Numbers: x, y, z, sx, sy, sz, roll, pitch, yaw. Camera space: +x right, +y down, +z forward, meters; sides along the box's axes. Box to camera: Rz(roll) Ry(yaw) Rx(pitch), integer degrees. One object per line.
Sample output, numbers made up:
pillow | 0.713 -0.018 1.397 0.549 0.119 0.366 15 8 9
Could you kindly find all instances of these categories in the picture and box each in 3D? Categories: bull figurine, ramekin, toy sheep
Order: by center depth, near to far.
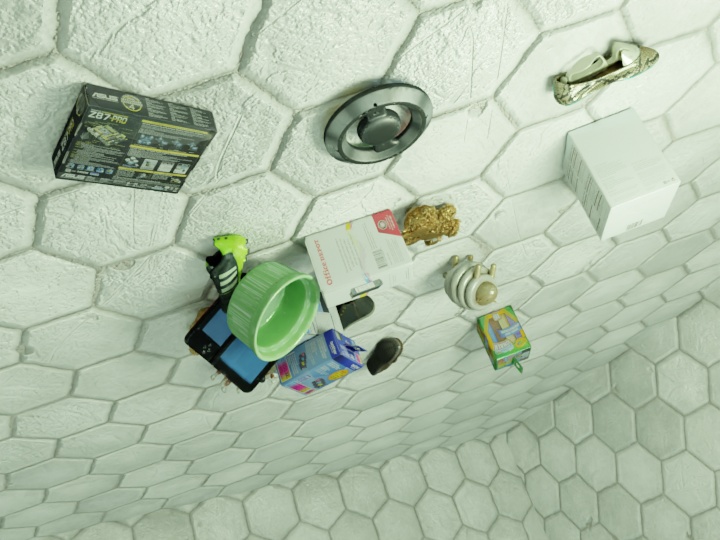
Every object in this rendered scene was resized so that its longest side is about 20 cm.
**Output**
ramekin | -0.185 0.079 1.468 0.200 0.097 0.201 -41 147 -34
toy sheep | 0.280 0.034 1.806 0.137 0.200 0.139 -9 109 -26
bull figurine | -0.318 0.290 1.951 0.121 0.065 0.200 -38 148 16

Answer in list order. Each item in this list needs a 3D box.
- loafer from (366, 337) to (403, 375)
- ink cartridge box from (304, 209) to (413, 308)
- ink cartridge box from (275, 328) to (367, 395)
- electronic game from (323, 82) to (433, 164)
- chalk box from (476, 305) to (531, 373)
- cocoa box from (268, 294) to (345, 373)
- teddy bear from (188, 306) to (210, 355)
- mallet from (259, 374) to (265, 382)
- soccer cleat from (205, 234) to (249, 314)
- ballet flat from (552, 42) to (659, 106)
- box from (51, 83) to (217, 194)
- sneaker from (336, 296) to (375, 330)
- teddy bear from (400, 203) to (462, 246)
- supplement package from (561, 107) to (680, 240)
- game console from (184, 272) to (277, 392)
loafer | 0.084 0.259 2.195 0.071 0.073 0.200 -16 160 -33
ink cartridge box | -0.002 -0.026 1.500 0.199 0.148 0.086 -18 153 -2
ink cartridge box | -0.085 0.213 1.671 0.199 0.077 0.136 -30 151 12
electronic game | 0.032 -0.251 1.221 0.199 0.042 0.200 -17 155 -8
chalk box | 0.469 0.240 2.269 0.123 0.201 0.125 -20 153 -2
cocoa box | -0.160 0.154 1.737 0.131 0.134 0.200 10 140 -44
teddy bear | -0.340 0.155 1.667 0.144 0.067 0.200 -10 151 -26
mallet | -0.230 0.162 1.640 0.041 0.201 0.066 5 135 -18
soccer cleat | -0.280 0.007 1.440 0.081 0.068 0.201 1 130 -20
ballet flat | 0.444 -0.369 1.277 0.199 0.068 0.075 -24 138 11
box | -0.341 -0.190 1.063 0.199 0.049 0.161 3 146 -39
sneaker | -0.067 0.111 1.806 0.199 0.075 0.106 -33 148 5
teddy bear | 0.152 -0.104 1.573 0.199 0.067 0.145 -1 158 -45
supplement package | 0.546 -0.203 1.497 0.151 0.201 0.151 -21 154 1
game console | -0.255 0.138 1.550 0.200 0.118 0.173 -50 147 -13
